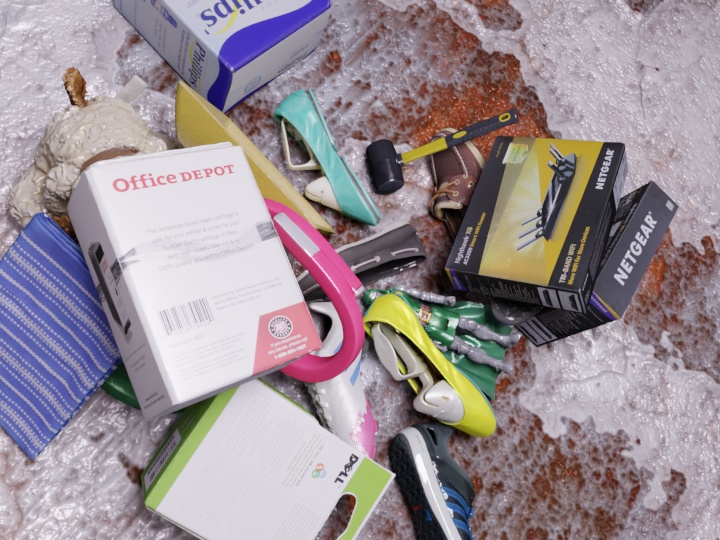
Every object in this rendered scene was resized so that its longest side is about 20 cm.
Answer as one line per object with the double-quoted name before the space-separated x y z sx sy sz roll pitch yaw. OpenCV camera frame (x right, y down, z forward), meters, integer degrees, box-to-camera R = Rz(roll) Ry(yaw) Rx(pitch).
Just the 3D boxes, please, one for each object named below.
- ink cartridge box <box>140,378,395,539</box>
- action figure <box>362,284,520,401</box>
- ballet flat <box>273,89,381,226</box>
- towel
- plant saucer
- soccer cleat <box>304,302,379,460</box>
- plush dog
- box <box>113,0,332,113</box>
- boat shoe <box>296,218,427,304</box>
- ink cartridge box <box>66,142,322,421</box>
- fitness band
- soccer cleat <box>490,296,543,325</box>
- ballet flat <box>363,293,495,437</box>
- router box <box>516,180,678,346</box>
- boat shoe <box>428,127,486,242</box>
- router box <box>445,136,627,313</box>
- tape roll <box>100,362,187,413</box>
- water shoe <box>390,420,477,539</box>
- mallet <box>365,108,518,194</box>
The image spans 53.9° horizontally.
"ink cartridge box" -0.090 0.203 0.698 0.200 0.076 0.148 38 80 -18
"action figure" 0.094 0.067 0.860 0.199 0.055 0.119 21 66 -8
"ballet flat" -0.049 -0.128 0.881 0.070 0.067 0.201 -29 81 -3
"towel" -0.296 0.064 0.650 0.145 0.024 0.200 43 105 -2
"plant saucer" -0.120 -0.101 0.784 0.048 0.200 0.200 -43 88 3
"soccer cleat" -0.034 0.127 0.772 0.086 0.070 0.201 16 55 -33
"plush dog" -0.243 -0.093 0.709 0.199 0.161 0.172 -24 58 -28
"box" -0.170 -0.332 0.882 0.200 0.105 0.184 46 62 0
"boat shoe" 0.000 0.000 0.839 0.199 0.067 0.057 -29 76 -31
"ink cartridge box" -0.143 0.005 0.610 0.146 0.083 0.201 -17 81 -38
"fitness band" -0.077 0.020 0.706 0.200 0.144 0.037 49 38 2
"soccer cleat" 0.219 0.004 0.907 0.068 0.073 0.200 29 57 10
"ballet flat" 0.070 0.117 0.791 0.200 0.067 0.067 53 42 4
"router box" 0.298 -0.006 0.904 0.052 0.157 0.200 42 62 -6
"boat shoe" 0.128 -0.091 0.919 0.072 0.072 0.201 -13 81 -37
"router box" 0.207 -0.061 0.824 0.156 0.052 0.201 9 63 31
"tape roll" -0.199 0.048 0.754 0.199 0.048 0.202 8 67 -19
"water shoe" 0.102 0.262 0.773 0.078 0.071 0.201 -12 75 -30
"mallet" 0.103 -0.150 0.894 0.199 0.041 0.066 -12 74 18
